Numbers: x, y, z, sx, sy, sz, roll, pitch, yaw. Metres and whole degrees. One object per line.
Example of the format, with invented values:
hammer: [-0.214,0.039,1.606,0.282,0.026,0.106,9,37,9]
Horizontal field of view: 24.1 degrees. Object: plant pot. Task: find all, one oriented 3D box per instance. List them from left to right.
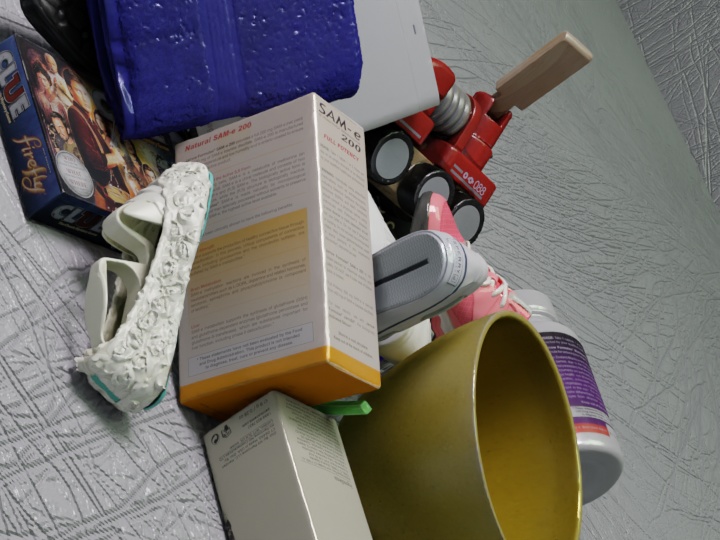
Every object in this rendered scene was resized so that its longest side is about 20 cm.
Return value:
plant pot: [0.064,0.141,1.259,0.200,0.141,0.202,36,49,-54]

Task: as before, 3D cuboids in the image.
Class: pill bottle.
pill bottle: [0.173,0.120,1.623,0.111,0.111,0.201,36,29,-44]

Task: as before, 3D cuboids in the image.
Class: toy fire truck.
toy fire truck: [0.082,-0.140,1.435,0.128,0.201,0.176,28,-7,46]

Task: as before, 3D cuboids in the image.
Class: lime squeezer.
lime squeezer: [-0.035,0.084,1.235,0.200,0.070,0.038,-114,-173,-71]

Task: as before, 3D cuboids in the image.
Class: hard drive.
hard drive: [-0.043,-0.160,1.306,0.026,0.198,0.133,37,-35,62]

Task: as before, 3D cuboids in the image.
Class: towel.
towel: [-0.100,-0.183,1.227,0.049,0.198,0.149,12,-68,63]

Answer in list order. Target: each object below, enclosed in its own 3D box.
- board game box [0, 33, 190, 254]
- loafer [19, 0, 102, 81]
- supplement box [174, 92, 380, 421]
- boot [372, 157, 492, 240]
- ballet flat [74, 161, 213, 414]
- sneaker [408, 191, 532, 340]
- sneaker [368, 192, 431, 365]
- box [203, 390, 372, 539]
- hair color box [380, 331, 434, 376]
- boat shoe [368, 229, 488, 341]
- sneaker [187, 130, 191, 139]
board game box: [-0.177,-0.075,1.208,0.200,0.034,0.136,25,38,-56]
loafer: [-0.194,-0.169,1.266,0.200,0.070,0.069,33,69,-57]
supplement box: [-0.059,-0.006,1.179,0.073,0.125,0.202,30,51,-52]
boot: [0.068,-0.053,1.562,0.204,0.153,0.074,53,7,-7]
ballet flat: [-0.141,-0.003,1.097,0.072,0.071,0.201,41,41,-37]
sneaker: [0.097,0.021,1.400,0.074,0.086,0.202,-68,145,-61]
sneaker: [0.000,0.000,1.344,0.100,0.075,0.201,44,18,-51]
box: [-0.036,0.186,1.105,0.082,0.068,0.201,32,32,-48]
hair color box: [-0.012,0.002,1.439,0.109,0.065,0.201,15,45,-62]
boat shoe: [0.003,0.028,1.217,0.067,0.199,0.074,18,63,-49]
sneaker: [-0.100,-0.083,1.361,0.084,0.075,0.201,34,25,-31]
